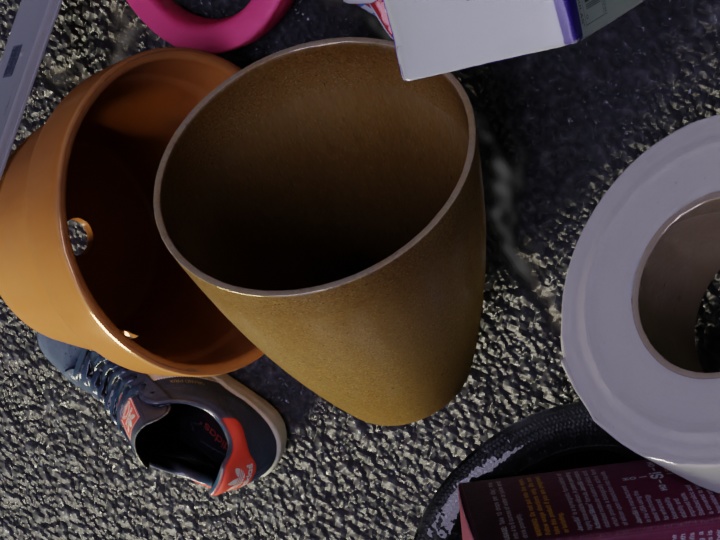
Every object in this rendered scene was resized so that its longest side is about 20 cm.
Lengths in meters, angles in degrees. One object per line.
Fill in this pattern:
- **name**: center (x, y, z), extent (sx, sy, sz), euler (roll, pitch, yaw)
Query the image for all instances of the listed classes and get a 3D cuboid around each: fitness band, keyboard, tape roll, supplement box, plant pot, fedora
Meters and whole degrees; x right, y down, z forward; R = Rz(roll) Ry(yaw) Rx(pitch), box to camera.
- **fitness band**: center (-0.087, -0.229, 1.166), extent (0.143, 0.037, 0.200), euler (37, 122, 10)
- **keyboard**: center (-0.216, -0.134, 1.206), extent (0.056, 0.011, 0.201), euler (-4, 66, 58)
- **tape roll**: center (0.208, 0.018, 1.019), extent (0.202, 0.071, 0.203), euler (-18, 61, 34)
- **supplement box**: center (0.092, -0.178, 0.995), extent (0.103, 0.200, 0.102), euler (-9, 103, 31)
- **plant pot**: center (0.000, 0.000, 1.115), extent (0.186, 0.187, 0.200), euler (7, 144, 25)
- **plant pot**: center (-0.145, -0.028, 1.191), extent (0.140, 0.200, 0.201), euler (-10, 104, 46)
- **fedora**: center (0.122, 0.155, 1.151), extent (0.200, 0.092, 0.202), euler (-1, 110, -4)
- **supplement box**: center (0.160, 0.172, 1.063), extent (0.199, 0.086, 0.111), euler (-7, 110, -2)

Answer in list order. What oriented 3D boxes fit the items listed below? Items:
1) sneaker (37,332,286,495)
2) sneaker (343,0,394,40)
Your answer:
- **sneaker**: center (-0.149, 0.085, 1.286), extent (0.199, 0.084, 0.075), euler (27, 119, 17)
- **sneaker**: center (-0.022, -0.182, 1.099), extent (0.199, 0.071, 0.113), euler (-7, 111, 1)
